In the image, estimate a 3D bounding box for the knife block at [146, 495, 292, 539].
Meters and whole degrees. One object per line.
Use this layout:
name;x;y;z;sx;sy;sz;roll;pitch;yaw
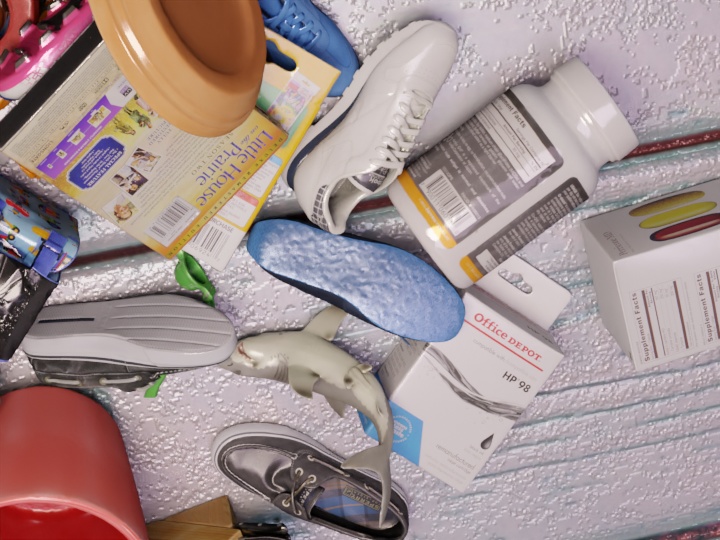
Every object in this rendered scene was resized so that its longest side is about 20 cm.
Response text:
knife block;-0.146;0.278;1.510;0.198;0.176;0.064;-20;110;-1

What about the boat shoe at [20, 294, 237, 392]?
boat shoe;-0.197;0.068;1.478;0.198;0.072;0.071;2;130;17

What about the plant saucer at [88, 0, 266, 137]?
plant saucer;-0.130;-0.198;1.266;0.037;0.201;0.201;-21;113;28

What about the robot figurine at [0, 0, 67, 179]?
robot figurine;-0.240;-0.180;1.401;0.145;0.058;0.200;38;100;-19

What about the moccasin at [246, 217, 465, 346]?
moccasin;0.000;0.000;1.481;0.199;0.068;0.081;28;89;0

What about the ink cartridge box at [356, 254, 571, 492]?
ink cartridge box;0.099;0.084;1.538;0.115;0.067;0.201;32;102;-16

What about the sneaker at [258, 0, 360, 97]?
sneaker;-0.073;-0.212;1.406;0.066;0.078;0.200;-42;111;5

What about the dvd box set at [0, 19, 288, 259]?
dvd box set;-0.167;-0.106;1.324;0.146;0.029;0.200;-45;137;10

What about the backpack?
backpack;-0.341;-0.027;1.379;0.199;0.183;0.135;32;94;-10

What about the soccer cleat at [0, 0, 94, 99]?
soccer cleat;-0.193;-0.188;1.321;0.200;0.070;0.086;-50;121;-19

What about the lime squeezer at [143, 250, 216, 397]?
lime squeezer;-0.160;0.018;1.501;0.070;0.038;0.202;7;111;23

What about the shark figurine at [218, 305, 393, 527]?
shark figurine;-0.015;0.118;1.505;0.128;0.214;0.090;-33;144;-25

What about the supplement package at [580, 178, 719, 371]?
supplement package;0.312;-0.007;1.514;0.198;0.114;0.110;-17;112;-3

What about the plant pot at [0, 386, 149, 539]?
plant pot;-0.274;0.208;1.450;0.199;0.178;0.202;-4;126;-5

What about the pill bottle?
pill bottle;0.131;-0.086;1.459;0.199;0.116;0.117;-37;110;4

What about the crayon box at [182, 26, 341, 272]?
crayon box;-0.119;-0.117;1.421;0.125;0.052;0.201;29;106;-13

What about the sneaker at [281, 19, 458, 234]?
sneaker;0.021;-0.120;1.438;0.076;0.081;0.200;25;111;-44

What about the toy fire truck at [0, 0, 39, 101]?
toy fire truck;-0.338;-0.197;1.338;0.199;0.112;0.169;-21;111;12

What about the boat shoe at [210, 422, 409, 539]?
boat shoe;-0.043;0.202;1.557;0.199;0.066;0.070;27;103;-16
